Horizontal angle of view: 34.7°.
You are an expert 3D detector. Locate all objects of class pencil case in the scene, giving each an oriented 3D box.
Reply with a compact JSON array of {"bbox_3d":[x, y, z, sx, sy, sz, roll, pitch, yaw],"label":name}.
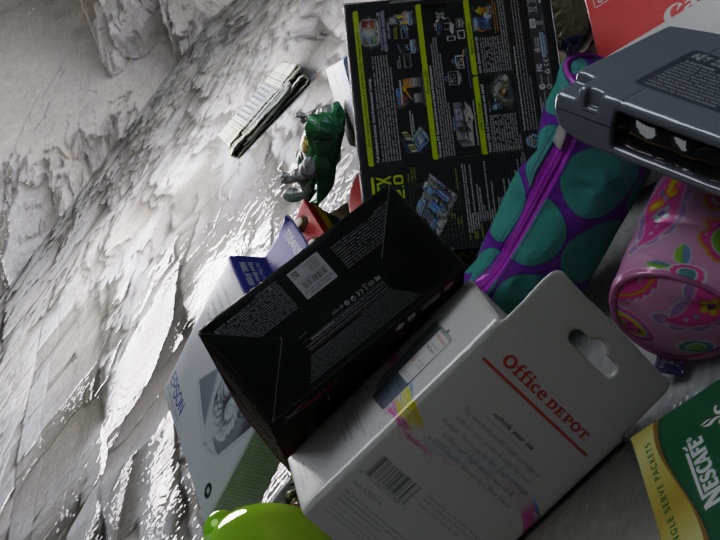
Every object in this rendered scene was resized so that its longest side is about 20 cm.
[{"bbox_3d":[0.131,-0.045,0.757,0.085,0.092,0.201,48,131,34],"label":"pencil case"},{"bbox_3d":[0.214,-0.038,0.688,0.087,0.087,0.200,-20,34,51],"label":"pencil case"}]

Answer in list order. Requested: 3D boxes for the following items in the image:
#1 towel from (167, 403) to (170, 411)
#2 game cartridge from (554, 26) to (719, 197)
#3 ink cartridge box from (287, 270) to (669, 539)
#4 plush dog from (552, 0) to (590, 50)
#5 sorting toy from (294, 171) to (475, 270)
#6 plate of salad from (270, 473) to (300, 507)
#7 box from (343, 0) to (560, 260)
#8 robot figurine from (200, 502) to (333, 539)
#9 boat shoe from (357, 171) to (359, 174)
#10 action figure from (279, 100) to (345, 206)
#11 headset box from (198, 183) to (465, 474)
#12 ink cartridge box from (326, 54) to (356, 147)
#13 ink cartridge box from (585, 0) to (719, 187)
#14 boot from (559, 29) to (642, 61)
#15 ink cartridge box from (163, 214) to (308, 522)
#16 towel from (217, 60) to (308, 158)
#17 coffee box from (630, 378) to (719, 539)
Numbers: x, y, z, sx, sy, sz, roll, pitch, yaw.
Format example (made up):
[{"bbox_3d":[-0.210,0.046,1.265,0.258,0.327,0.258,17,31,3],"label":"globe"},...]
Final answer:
[{"bbox_3d":[-0.102,0.062,1.209,0.200,0.032,0.191,-23,30,47],"label":"towel"},{"bbox_3d":[0.222,-0.077,0.610,0.200,0.042,0.133,29,39,36],"label":"game cartridge"},{"bbox_3d":[0.068,0.091,0.681,0.200,0.117,0.067,-44,21,7],"label":"ink cartridge box"},{"bbox_3d":[0.147,-0.285,1.149,0.200,0.172,0.161,-33,24,31],"label":"plush dog"},{"bbox_3d":[0.000,0.000,0.967,0.200,0.069,0.200,-31,46,38],"label":"sorting toy"},{"bbox_3d":[-0.031,0.176,0.827,0.200,0.048,0.200,-41,20,18],"label":"plate of salad"},{"bbox_3d":[0.074,-0.109,0.868,0.159,0.201,0.044,-6,-11,0],"label":"box"},{"bbox_3d":[-0.076,0.227,0.704,0.200,0.116,0.176,-50,29,11],"label":"robot figurine"},{"bbox_3d":[0.025,-0.025,1.071,0.072,0.063,0.201,-13,56,43],"label":"boat shoe"},{"bbox_3d":[-0.041,-0.106,1.044,0.200,0.054,0.119,126,159,-78],"label":"action figure"},{"bbox_3d":[-0.011,0.053,0.754,0.148,0.075,0.200,-38,-19,-12],"label":"headset box"},{"bbox_3d":[0.053,-0.167,1.011,0.145,0.085,0.200,-20,10,-3],"label":"ink cartridge box"},{"bbox_3d":[0.241,-0.174,0.814,0.200,0.045,0.177,-28,62,41],"label":"ink cartridge box"},{"bbox_3d":[0.171,-0.111,0.958,0.167,0.072,0.200,-61,22,-8],"label":"boot"},{"bbox_3d":[-0.091,0.074,0.944,0.201,0.040,0.200,-62,29,16],"label":"ink cartridge box"},{"bbox_3d":[-0.176,-0.287,2.009,0.193,0.035,0.200,-46,21,2],"label":"towel"},{"bbox_3d":[0.221,0.070,0.518,0.200,0.044,0.123,-39,21,22],"label":"coffee box"}]
